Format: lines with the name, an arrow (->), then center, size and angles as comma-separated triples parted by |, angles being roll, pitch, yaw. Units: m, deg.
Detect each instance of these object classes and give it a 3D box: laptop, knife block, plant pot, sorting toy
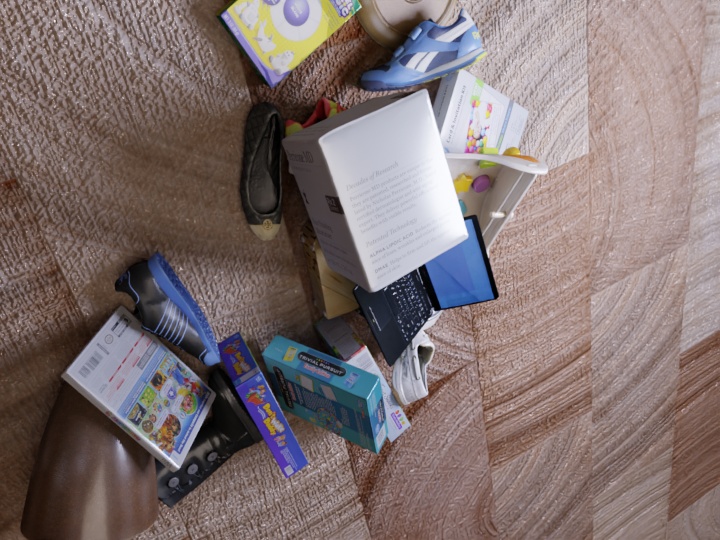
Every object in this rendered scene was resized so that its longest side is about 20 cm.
laptop -> 0.108, 0.037, 0.906 | 0.200, 0.102, 0.180 | -47, 131, -24
knife block -> 0.000, 0.000, 0.988 | 0.171, 0.064, 0.206 | -20, 118, -21
plant pot -> -0.376, 0.251, 0.834 | 0.181, 0.185, 0.208 | 4, 92, -29
plant pot -> 0.075, -0.437, 0.872 | 0.194, 0.027, 0.207 | -11, 114, -24
sorting toy -> 0.160, -0.126, 0.921 | 0.174, 0.109, 0.202 | 4, 139, -21

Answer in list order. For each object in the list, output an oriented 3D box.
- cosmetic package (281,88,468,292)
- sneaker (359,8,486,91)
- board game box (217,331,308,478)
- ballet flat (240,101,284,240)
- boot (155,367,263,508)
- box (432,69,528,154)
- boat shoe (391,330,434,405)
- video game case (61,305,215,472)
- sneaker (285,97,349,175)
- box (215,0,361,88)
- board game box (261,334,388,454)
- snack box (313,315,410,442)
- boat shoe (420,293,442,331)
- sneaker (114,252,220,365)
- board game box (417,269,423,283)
cosmetic package -> 0.017, -0.112, 0.786 | 0.162, 0.164, 0.205 | -28, 110, -17
sneaker -> 0.087, -0.325, 0.879 | 0.194, 0.074, 0.085 | -17, 104, 7
board game box -> -0.159, 0.217, 0.947 | 0.044, 0.134, 0.204 | -28, 121, -13
ballet flat -> -0.143, -0.141, 0.856 | 0.064, 0.057, 0.207 | -8, 113, -24
boot -> -0.275, 0.276, 0.956 | 0.196, 0.066, 0.168 | -31, 120, -9
box -> 0.195, -0.229, 0.988 | 0.196, 0.041, 0.161 | 13, 97, -40
boat shoe -> 0.100, 0.141, 1.026 | 0.067, 0.204, 0.071 | -15, 134, 22
video game case -> -0.303, 0.164, 0.824 | 0.018, 0.145, 0.201 | -31, 111, 26
sneaker -> -0.028, -0.217, 0.870 | 0.197, 0.077, 0.093 | -30, 119, -23
box -> -0.086, -0.364, 0.796 | 0.199, 0.048, 0.118 | -43, 123, -3
board game box -> -0.054, 0.199, 0.943 | 0.047, 0.195, 0.154 | -51, 147, -36
snack box -> 0.003, 0.181, 1.014 | 0.052, 0.142, 0.203 | -32, 121, -8
boat shoe -> 0.134, 0.024, 1.043 | 0.198, 0.074, 0.095 | -34, 138, -36
sneaker -> -0.283, 0.072, 0.867 | 0.076, 0.070, 0.204 | -27, 118, -4
board game box -> 0.056, -0.065, 0.954 | 0.198, 0.043, 0.204 | -40, 116, -30
